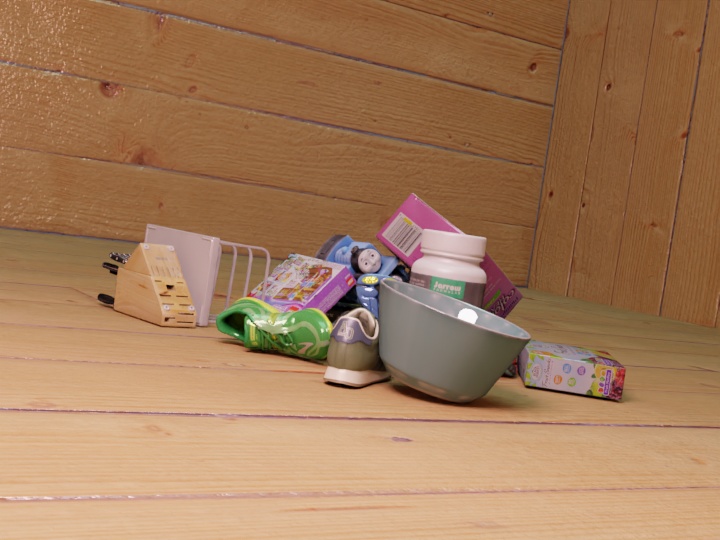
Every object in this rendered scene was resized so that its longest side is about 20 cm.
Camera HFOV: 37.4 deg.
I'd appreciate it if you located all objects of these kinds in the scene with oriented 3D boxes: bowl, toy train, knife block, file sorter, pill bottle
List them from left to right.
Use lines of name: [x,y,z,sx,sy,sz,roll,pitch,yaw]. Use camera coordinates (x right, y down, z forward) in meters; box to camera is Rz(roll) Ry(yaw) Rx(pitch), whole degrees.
knife block: [-0.350,0.048,1.699,0.064,0.176,0.201,4,50,-41]
file sorter: [-0.262,0.010,1.765,0.124,0.140,0.199,8,3,-44]
toy train: [0.000,0.000,1.794,0.114,0.087,0.200,44,-14,-21]
bowl: [0.101,0.094,1.322,0.199,0.106,0.201,20,7,-3]
pill bottle: [0.122,0.046,1.547,0.112,0.202,0.113,8,3,0]

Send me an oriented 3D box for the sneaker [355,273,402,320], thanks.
sneaker: [0.072,0.059,1.634,0.198,0.071,0.083,21,-4,-28]

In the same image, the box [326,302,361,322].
box: [-0.026,0.085,1.860,0.198,0.047,0.159,8,3,-23]

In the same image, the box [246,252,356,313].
box: [-0.109,0.039,1.775,0.039,0.137,0.199,54,-19,-24]

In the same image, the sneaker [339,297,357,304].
sneaker: [0.020,0.076,2.100,0.198,0.075,0.085,10,23,6]

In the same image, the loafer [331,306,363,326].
loafer: [-0.026,0.091,1.579,0.062,0.073,0.200,3,4,8]

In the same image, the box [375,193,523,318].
box: [0.148,-0.006,1.751,0.176,0.097,0.200,41,1,36]

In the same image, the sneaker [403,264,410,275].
sneaker: [0.168,0.036,2.024,0.198,0.115,0.076,6,-24,-12]

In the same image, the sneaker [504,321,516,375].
sneaker: [0.194,0.127,1.657,0.094,0.080,0.200,-10,-3,8]

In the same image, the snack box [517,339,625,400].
snack box: [0.312,0.146,1.608,0.140,0.054,0.200,7,3,4]

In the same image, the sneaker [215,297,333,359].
sneaker: [-0.119,0.088,1.474,0.198,0.075,0.083,8,20,37]

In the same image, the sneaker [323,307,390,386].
sneaker: [0.005,0.094,1.376,0.066,0.091,0.200,8,3,15]
